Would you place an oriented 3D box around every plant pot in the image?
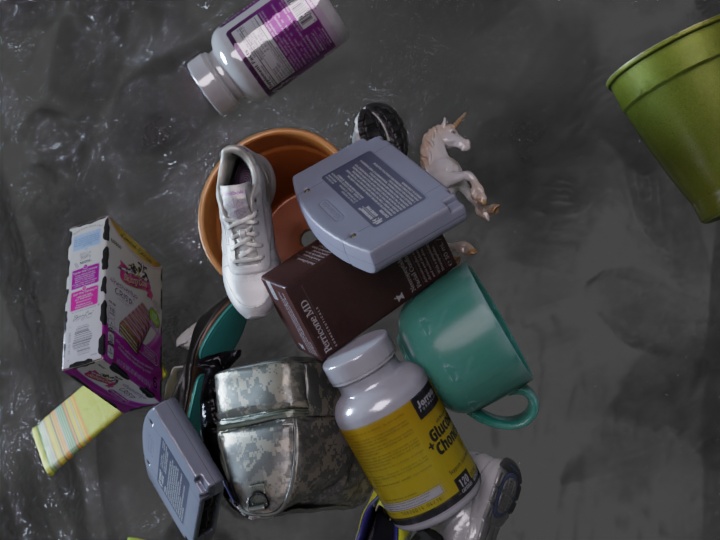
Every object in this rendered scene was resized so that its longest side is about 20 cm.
[{"bbox_3d":[0.405,-0.163,1.332,0.199,0.200,0.195,-23,83,9],"label":"plant pot"},{"bbox_3d":[-0.082,-0.055,1.454,0.198,0.140,0.202,-4,74,14],"label":"plant pot"}]

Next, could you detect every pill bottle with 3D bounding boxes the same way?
[{"bbox_3d":[0.041,0.171,1.287,0.111,0.112,0.201,-28,100,7],"label":"pill bottle"},{"bbox_3d":[-0.122,-0.291,1.542,0.199,0.112,0.113,-35,70,5],"label":"pill bottle"}]

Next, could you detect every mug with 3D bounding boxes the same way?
[{"bbox_3d":[0.118,0.098,1.352,0.114,0.152,0.186,-30,70,7],"label":"mug"}]

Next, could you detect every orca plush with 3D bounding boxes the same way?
[{"bbox_3d":[-0.143,0.195,1.421,0.104,0.071,0.202,1,81,-21],"label":"orca plush"}]

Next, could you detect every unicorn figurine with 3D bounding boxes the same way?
[{"bbox_3d":[0.103,-0.092,1.444,0.137,0.074,0.201,39,94,32],"label":"unicorn figurine"}]

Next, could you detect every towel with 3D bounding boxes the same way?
[{"bbox_3d":[-0.332,0.172,1.516,0.200,0.018,0.086,-40,45,3],"label":"towel"}]

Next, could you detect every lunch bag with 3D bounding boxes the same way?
[{"bbox_3d":[-0.067,0.193,1.351,0.138,0.199,0.170,-16,75,31],"label":"lunch bag"}]

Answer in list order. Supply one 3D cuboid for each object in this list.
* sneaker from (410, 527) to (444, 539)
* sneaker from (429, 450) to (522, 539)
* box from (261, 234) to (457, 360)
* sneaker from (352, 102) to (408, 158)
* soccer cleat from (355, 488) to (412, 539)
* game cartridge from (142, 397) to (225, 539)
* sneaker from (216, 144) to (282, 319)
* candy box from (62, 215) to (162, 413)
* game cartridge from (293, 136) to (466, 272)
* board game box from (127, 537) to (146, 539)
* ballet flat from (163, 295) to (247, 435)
[{"bbox_3d":[0.049,0.353,1.316,0.080,0.200,0.087,24,45,-16],"label":"sneaker"},{"bbox_3d":[0.114,0.301,1.356,0.087,0.074,0.202,17,80,40],"label":"sneaker"},{"bbox_3d":[0.000,0.000,1.330,0.199,0.075,0.101,-35,113,-17],"label":"box"},{"bbox_3d":[0.033,-0.097,1.436,0.073,0.079,0.202,-7,78,-15],"label":"sneaker"},{"bbox_3d":[0.045,0.252,1.369,0.064,0.084,0.202,16,81,19],"label":"soccer cleat"},{"bbox_3d":[-0.211,0.234,1.396,0.041,0.201,0.134,-22,66,-23],"label":"game cartridge"},{"bbox_3d":[-0.135,-0.046,1.341,0.074,0.100,0.202,-10,75,11],"label":"sneaker"},{"bbox_3d":[-0.301,0.055,1.464,0.060,0.136,0.202,-17,57,16],"label":"candy box"},{"bbox_3d":[0.010,-0.073,1.283,0.133,0.042,0.200,-33,38,-9],"label":"game cartridge"},{"bbox_3d":[-0.198,0.387,1.434,0.198,0.030,0.097,6,78,20],"label":"board game box"},{"bbox_3d":[-0.206,0.116,1.488,0.068,0.068,0.202,16,81,32],"label":"ballet flat"}]
